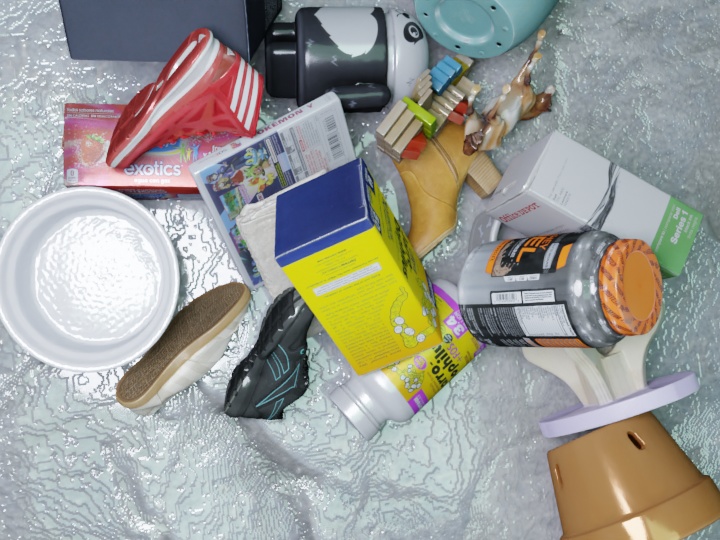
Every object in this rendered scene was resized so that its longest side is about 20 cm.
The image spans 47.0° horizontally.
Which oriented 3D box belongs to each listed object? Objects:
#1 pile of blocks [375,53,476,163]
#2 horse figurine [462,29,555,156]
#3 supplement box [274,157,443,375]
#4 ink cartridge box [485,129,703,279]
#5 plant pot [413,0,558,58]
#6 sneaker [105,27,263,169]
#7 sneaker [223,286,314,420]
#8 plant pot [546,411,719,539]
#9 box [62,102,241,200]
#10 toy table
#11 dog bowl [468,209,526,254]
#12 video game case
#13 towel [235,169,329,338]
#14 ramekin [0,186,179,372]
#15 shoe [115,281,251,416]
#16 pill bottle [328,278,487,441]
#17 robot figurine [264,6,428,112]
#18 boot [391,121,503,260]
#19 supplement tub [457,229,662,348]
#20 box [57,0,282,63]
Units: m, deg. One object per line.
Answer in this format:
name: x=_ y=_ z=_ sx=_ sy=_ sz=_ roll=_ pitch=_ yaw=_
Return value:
pile of blocks: x=0.096 y=-0.197 z=0.983 sx=0.062 sy=0.082 sz=0.200 roll=36 pitch=59 yaw=9
horse figurine: x=0.175 y=-0.198 z=1.008 sx=0.050 sy=0.133 sz=0.200 roll=36 pitch=63 yaw=19
supplement box: x=0.000 y=0.000 z=0.907 sx=0.108 sy=0.110 sz=0.201 roll=-22 pitch=129 yaw=14
ink cartridge box: x=0.264 y=-0.066 z=0.961 sx=0.198 sy=0.146 sz=0.085 roll=29 pitch=80 yaw=-6
plant pot: x=0.149 y=-0.354 z=0.976 sx=0.199 sy=0.201 sz=0.162 roll=28 pitch=71 yaw=-6
sneaker: x=-0.176 y=-0.150 z=0.867 sx=0.115 sy=0.199 sz=0.079 roll=30 pitch=44 yaw=-32
sneaker: x=-0.090 y=0.100 z=0.968 sx=0.078 sy=0.076 sz=0.201 roll=23 pitch=122 yaw=-17
plant pot: x=0.317 y=0.257 z=0.998 sx=0.198 sy=0.200 sz=0.142 roll=-20 pitch=74 yaw=-9
box: x=-0.238 y=-0.136 z=0.968 sx=0.197 sy=0.100 sz=0.097 roll=0 pitch=86 yaw=-8
toy table: x=0.294 y=0.118 z=1.008 sx=0.198 sy=0.183 sz=0.119 roll=-22 pitch=83 yaw=20
dog bowl: x=0.239 y=-0.024 z=1.058 sx=0.197 sy=0.059 sz=0.203 roll=1 pitch=86 yaw=-8
video game case: x=-0.083 y=-0.086 z=0.961 sx=0.181 sy=0.201 sz=0.023 roll=-29 pitch=49 yaw=-10
towel: x=-0.057 y=-0.014 z=0.979 sx=0.131 sy=0.035 sz=0.202 roll=-25 pitch=126 yaw=-9
ramekin: x=-0.304 y=0.009 z=0.946 sx=0.197 sy=0.098 sz=0.204 roll=0 pitch=92 yaw=-9
shoe: x=-0.204 y=0.094 z=0.989 sx=0.200 sy=0.070 sz=0.054 roll=-44 pitch=136 yaw=-12
pill bottle: x=0.058 y=0.110 z=0.999 sx=0.200 sy=0.104 sz=0.104 roll=-42 pitch=93 yaw=-8
robot figurine: x=-0.016 y=-0.255 z=0.995 sx=0.197 sy=0.125 sz=0.153 roll=-1 pitch=86 yaw=-6
boot: x=0.071 y=-0.106 z=1.037 sx=0.144 sy=0.071 sz=0.201 roll=45 pitch=76 yaw=1
supplement tub: x=0.213 y=0.022 z=0.899 sx=0.121 sy=0.198 sz=0.125 roll=4 pitch=84 yaw=-43
box: x=-0.201 y=-0.315 z=0.905 sx=0.197 sy=0.199 sz=0.125 roll=3 pitch=123 yaw=5
